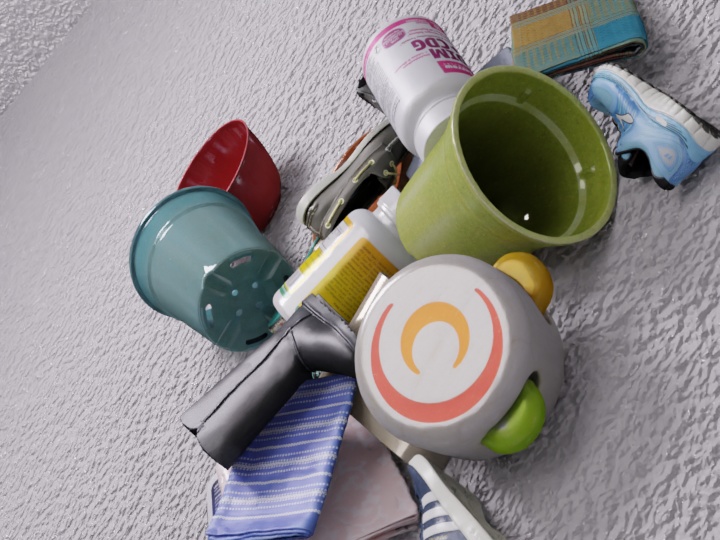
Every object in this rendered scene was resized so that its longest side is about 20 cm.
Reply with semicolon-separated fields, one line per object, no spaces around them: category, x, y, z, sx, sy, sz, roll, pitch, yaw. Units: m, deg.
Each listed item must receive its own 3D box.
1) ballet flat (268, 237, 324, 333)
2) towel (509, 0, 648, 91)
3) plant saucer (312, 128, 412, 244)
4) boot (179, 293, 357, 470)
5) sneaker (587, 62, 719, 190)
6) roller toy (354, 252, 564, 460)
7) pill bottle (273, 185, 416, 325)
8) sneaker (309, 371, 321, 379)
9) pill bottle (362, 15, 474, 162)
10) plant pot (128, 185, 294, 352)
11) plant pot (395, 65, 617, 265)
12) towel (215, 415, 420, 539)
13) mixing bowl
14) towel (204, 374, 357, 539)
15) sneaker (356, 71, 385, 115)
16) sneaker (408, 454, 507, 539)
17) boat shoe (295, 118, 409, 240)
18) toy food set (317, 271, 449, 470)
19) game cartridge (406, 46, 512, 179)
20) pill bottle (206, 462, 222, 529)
ballet flat;-0.061;0.030;1.720;0.200;0.064;0.076;-57;3;48
towel;0.235;-0.261;1.479;0.145;0.022;0.201;-16;28;13
plant saucer;0.006;-0.090;1.758;0.200;0.032;0.202;-39;38;39
boot;-0.086;0.131;1.425;0.200;0.066;0.165;-41;28;-7
sneaker;0.273;-0.141;1.341;0.090;0.078;0.200;-56;28;12
roller toy;0.098;0.084;1.298;0.181;0.139;0.202;-9;72;26
pill bottle;0.000;0.000;1.599;0.200;0.113;0.113;-47;29;4
sneaker;-0.006;0.117;1.544;0.200;0.079;0.076;-46;29;20
pill bottle;0.083;-0.201;1.566;0.114;0.113;0.201;-48;41;19
plant pot;-0.193;0.007;1.854;0.201;0.199;0.196;-58;35;2
plant pot;0.135;-0.080;1.414;0.184;0.199;0.202;-41;31;51
towel;-0.050;0.240;1.438;0.189;0.032;0.200;-22;35;-5
mixing bowl;-0.191;-0.116;2.039;0.200;0.108;0.202;-38;35;33
towel;-0.083;0.197;1.421;0.144;0.024;0.201;-13;45;35
sneaker;0.052;-0.215;1.729;0.075;0.115;0.200;-59;28;-1
sneaker;0.078;0.252;1.277;0.085;0.075;0.200;-51;29;6
boat shoe;0.011;-0.116;1.653;0.202;0.072;0.060;-44;64;-8
toy food set;0.050;0.108;1.446;0.200;0.060;0.144;36;96;43
game cartridge;0.142;-0.161;1.594;0.200;0.041;0.134;-51;35;16
pill bottle;-0.119;0.283;1.532;0.111;0.111;0.201;-45;31;24
